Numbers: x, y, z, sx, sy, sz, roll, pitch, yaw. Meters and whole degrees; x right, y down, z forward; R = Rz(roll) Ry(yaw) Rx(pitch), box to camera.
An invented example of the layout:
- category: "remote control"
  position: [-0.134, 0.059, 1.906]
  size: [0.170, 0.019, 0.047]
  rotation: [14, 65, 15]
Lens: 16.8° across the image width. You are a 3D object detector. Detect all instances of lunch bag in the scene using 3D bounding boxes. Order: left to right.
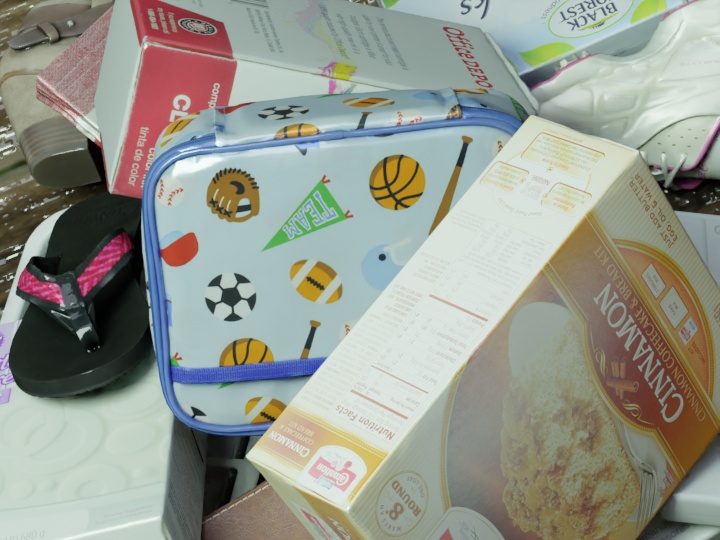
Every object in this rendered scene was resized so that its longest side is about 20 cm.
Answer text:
- category: "lunch bag"
  position: [0.000, 0.000, 1.136]
  size: [0.198, 0.162, 0.076]
  rotation: [-4, 17, 0]

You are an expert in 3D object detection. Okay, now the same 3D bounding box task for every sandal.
- category: "sandal"
  position: [-0.142, 0.001, 1.233]
  size: [0.074, 0.045, 0.200]
  rotation: [-14, 29, 6]

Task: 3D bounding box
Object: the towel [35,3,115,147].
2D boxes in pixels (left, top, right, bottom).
- category: "towel"
  position: [-0.059, -0.079, 1.315]
  size: [0.200, 0.023, 0.144]
  rotation: [41, 60, 5]

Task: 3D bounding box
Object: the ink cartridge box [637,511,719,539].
- category: "ink cartridge box"
  position: [0.078, 0.101, 1.200]
  size: [0.144, 0.084, 0.200]
  rotation: [-31, 56, -6]

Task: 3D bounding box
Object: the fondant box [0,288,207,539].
- category: "fondant box"
  position: [-0.150, 0.095, 1.187]
  size: [0.143, 0.059, 0.201]
  rotation: [-14, 30, 7]

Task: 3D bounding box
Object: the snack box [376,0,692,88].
- category: "snack box"
  position: [0.113, -0.166, 1.375]
  size: [0.199, 0.053, 0.143]
  rotation: [-24, 57, 0]

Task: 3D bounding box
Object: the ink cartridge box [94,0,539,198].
- category: "ink cartridge box"
  position: [-0.026, -0.082, 1.227]
  size: [0.198, 0.083, 0.146]
  rotation: [10, 20, -13]

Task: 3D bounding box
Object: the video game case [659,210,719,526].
- category: "video game case"
  position: [0.239, 0.051, 1.169]
  size: [0.198, 0.024, 0.183]
  rotation: [6, 47, -3]

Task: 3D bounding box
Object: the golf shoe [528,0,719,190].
- category: "golf shoe"
  position: [0.148, -0.076, 1.301]
  size: [0.199, 0.075, 0.092]
  rotation: [-28, 72, 7]

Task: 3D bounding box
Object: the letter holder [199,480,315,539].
- category: "letter holder"
  position: [-0.015, 0.208, 1.152]
  size: [0.142, 0.101, 0.200]
  rotation: [-31, 56, -8]

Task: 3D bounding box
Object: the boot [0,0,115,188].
- category: "boot"
  position: [-0.112, -0.114, 1.403]
  size: [0.198, 0.071, 0.147]
  rotation: [-3, 46, 0]

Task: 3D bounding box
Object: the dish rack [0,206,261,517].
- category: "dish rack"
  position: [-0.117, 0.062, 1.304]
  size: [0.170, 0.044, 0.201]
  rotation: [4, 60, 18]

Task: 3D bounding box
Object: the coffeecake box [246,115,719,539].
- category: "coffeecake box"
  position: [0.069, 0.062, 1.064]
  size: [0.073, 0.154, 0.200]
  rotation: [23, 67, 47]
